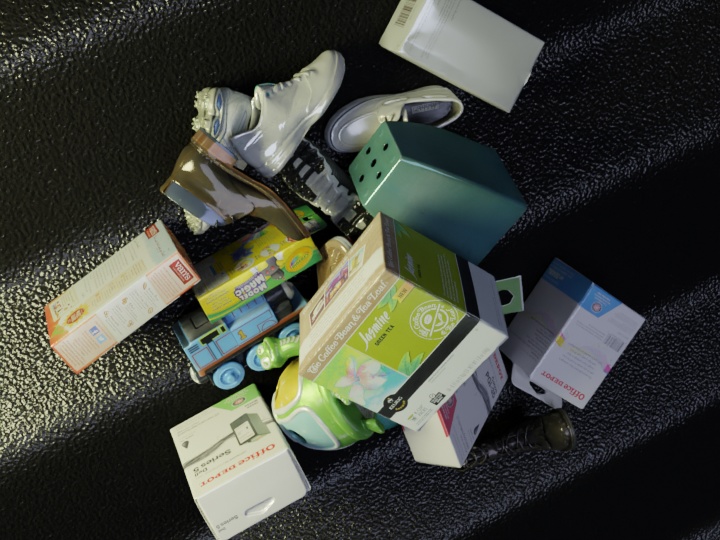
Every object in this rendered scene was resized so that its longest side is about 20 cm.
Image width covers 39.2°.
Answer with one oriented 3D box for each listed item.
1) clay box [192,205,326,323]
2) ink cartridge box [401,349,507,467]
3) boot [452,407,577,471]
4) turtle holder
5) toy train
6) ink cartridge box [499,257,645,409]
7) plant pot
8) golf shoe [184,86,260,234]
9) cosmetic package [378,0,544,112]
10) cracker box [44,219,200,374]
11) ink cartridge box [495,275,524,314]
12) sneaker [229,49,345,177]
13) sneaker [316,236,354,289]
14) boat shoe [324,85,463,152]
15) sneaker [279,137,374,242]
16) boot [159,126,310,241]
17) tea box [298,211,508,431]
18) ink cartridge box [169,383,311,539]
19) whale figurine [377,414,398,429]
[{"bbox_3d":[-0.138,-0.013,1.388,0.199,0.115,0.048,-29,117,-8],"label":"clay box"},{"bbox_3d":[0.135,0.169,1.513,0.200,0.082,0.147,-54,133,-41],"label":"ink cartridge box"},{"bbox_3d":[0.233,0.280,1.606,0.173,0.200,0.070,-15,82,-21],"label":"boot"},{"bbox_3d":[-0.060,0.173,1.401,0.131,0.142,0.185,-26,147,20],"label":"turtle holder"},{"bbox_3d":[-0.161,0.082,1.422,0.199,0.087,0.115,-31,129,-7],"label":"toy train"},{"bbox_3d":[0.322,0.109,1.602,0.128,0.125,0.201,31,97,-27],"label":"ink cartridge box"},{"bbox_3d":[0.094,-0.114,1.392,0.199,0.142,0.141,22,121,-32],"label":"plant pot"},{"bbox_3d":[-0.181,-0.141,1.350,0.097,0.078,0.201,4,109,-28],"label":"golf shoe"},{"bbox_3d":[0.142,-0.314,1.404,0.199,0.081,0.113,24,100,-28],"label":"cosmetic package"},{"bbox_3d":[-0.314,0.031,1.326,0.200,0.134,0.058,-38,118,-4],"label":"cracker box"},{"bbox_3d":[0.129,0.037,1.444,0.199,0.048,0.146,-15,156,5],"label":"ink cartridge box"},{"bbox_3d":[-0.096,-0.225,1.329,0.088,0.075,0.201,39,72,-22],"label":"sneaker"},{"bbox_3d":[0.000,0.000,1.433,0.112,0.071,0.201,-32,154,-24],"label":"sneaker"},{"bbox_3d":[0.049,-0.208,1.415,0.199,0.066,0.072,-14,114,-16],"label":"boat shoe"},{"bbox_3d":[-0.043,-0.120,1.415,0.200,0.091,0.066,44,108,-3],"label":"sneaker"},{"bbox_3d":[-0.161,-0.083,1.300,0.200,0.075,0.097,42,90,-18],"label":"boot"},{"bbox_3d":[0.050,0.070,1.313,0.196,0.134,0.200,28,120,-19],"label":"tea box"},{"bbox_3d":[-0.173,0.266,1.429,0.145,0.200,0.084,-28,117,-9],"label":"ink cartridge box"},{"bbox_3d":[-0.006,0.185,1.518,0.198,0.104,0.160,-5,111,-18],"label":"whale figurine"}]
